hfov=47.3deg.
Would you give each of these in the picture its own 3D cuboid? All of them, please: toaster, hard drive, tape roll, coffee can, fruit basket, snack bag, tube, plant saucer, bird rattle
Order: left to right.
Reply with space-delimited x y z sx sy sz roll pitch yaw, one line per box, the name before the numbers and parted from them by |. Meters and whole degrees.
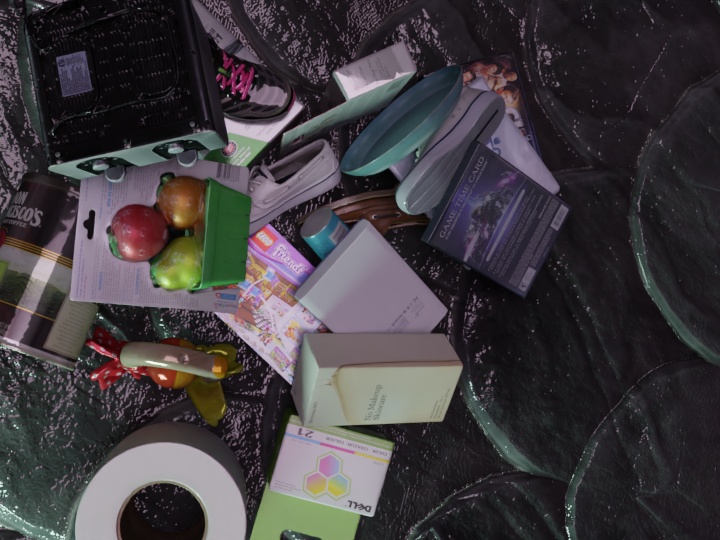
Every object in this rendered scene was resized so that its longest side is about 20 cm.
coffee can | -0.378 0.003 1.000 0.146 0.146 0.200 21 77 -8
toaster | -0.251 -0.204 0.882 0.181 0.119 0.200 -13 84 0
fruit basket | -0.235 -0.047 0.981 0.200 0.094 0.186 5 84 -21
tape roll | -0.244 0.302 1.039 0.202 0.139 0.203 0 91 -8
bird rattle | -0.243 0.111 1.037 0.200 0.163 0.113 23 68 -17
tube | 0.000 0.000 1.095 0.077 0.050 0.200 -43 122 -1
hard drive | 0.019 0.043 1.084 0.132 0.025 0.200 -48 127 -5
plant saucer | 0.057 -0.187 1.056 0.200 0.200 0.027 -45 108 -6
snack bag | 0.155 -0.132 1.112 0.189 0.021 0.200 -41 98 -12

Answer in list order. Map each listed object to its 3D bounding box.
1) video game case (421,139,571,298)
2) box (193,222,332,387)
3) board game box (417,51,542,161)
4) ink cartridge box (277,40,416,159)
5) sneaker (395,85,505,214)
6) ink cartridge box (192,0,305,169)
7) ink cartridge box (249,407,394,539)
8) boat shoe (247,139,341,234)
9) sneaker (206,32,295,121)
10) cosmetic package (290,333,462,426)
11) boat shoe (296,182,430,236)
video game case | 0.184 -0.062 1.083 0.200 0.019 0.143 27 91 -34
box | -0.105 0.049 1.108 0.200 0.039 0.137 45 84 -6
board game box | 0.172 -0.191 1.151 0.135 0.035 0.200 -16 92 -8
ink cartridge box | -0.032 -0.210 1.038 0.176 0.200 0.045 -27 93 -8
sneaker | 0.104 -0.155 1.054 0.200 0.071 0.073 -49 139 -16
ink cartridge box | -0.193 -0.227 1.074 0.200 0.083 0.147 43 84 -5
ink cartridge box | -0.054 0.301 1.098 0.148 0.076 0.200 16 86 -8
boat shoe | -0.123 -0.110 1.081 0.200 0.074 0.065 -32 133 -11
sneaker | -0.175 -0.237 0.990 0.200 0.087 0.074 21 86 -7
cosmetic package | 0.020 0.141 1.071 0.200 0.073 0.104 0 123 -22
boat shoe | 0.016 -0.071 1.110 0.200 0.072 0.068 -17 91 -8
